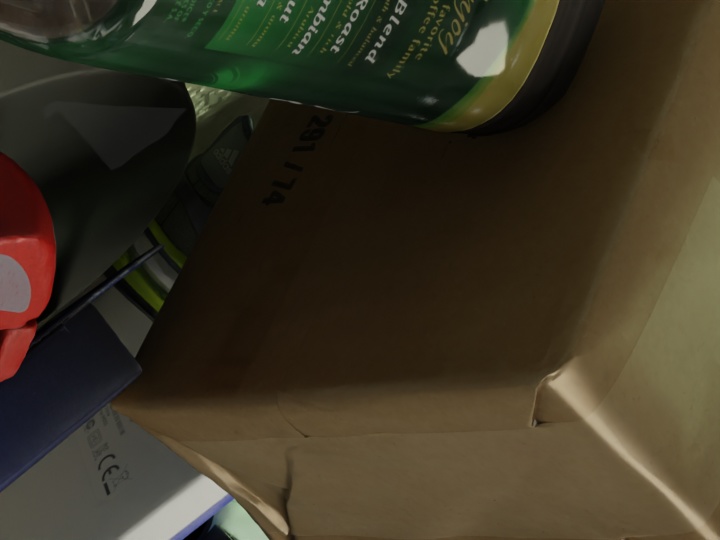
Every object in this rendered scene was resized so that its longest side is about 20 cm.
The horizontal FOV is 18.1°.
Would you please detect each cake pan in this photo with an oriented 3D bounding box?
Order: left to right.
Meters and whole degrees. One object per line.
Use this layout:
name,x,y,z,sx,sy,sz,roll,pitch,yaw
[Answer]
cake pan,-0.134,-0.018,0.711,0.200,0.037,0.200,-32,162,-12

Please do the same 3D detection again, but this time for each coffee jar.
coffee jar,-0.021,-0.089,0.588,0.200,0.104,0.086,5,109,-53

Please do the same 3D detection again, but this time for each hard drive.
hard drive,-0.126,0.086,0.855,0.200,0.132,0.025,-38,127,6

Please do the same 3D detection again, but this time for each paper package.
paper package,0.049,-0.013,0.706,0.190,0.103,0.200,-6,-130,43

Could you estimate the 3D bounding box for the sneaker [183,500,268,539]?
sneaker,-0.016,0.058,0.924,0.118,0.074,0.201,35,79,-45

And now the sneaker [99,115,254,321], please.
sneaker,0.000,0.000,0.844,0.200,0.074,0.081,15,120,-49

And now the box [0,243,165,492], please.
box,-0.141,0.070,0.690,0.200,0.032,0.121,-41,-174,-27

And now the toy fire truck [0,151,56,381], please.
toy fire truck,-0.156,-0.022,0.563,0.200,0.049,0.141,-6,138,-39
